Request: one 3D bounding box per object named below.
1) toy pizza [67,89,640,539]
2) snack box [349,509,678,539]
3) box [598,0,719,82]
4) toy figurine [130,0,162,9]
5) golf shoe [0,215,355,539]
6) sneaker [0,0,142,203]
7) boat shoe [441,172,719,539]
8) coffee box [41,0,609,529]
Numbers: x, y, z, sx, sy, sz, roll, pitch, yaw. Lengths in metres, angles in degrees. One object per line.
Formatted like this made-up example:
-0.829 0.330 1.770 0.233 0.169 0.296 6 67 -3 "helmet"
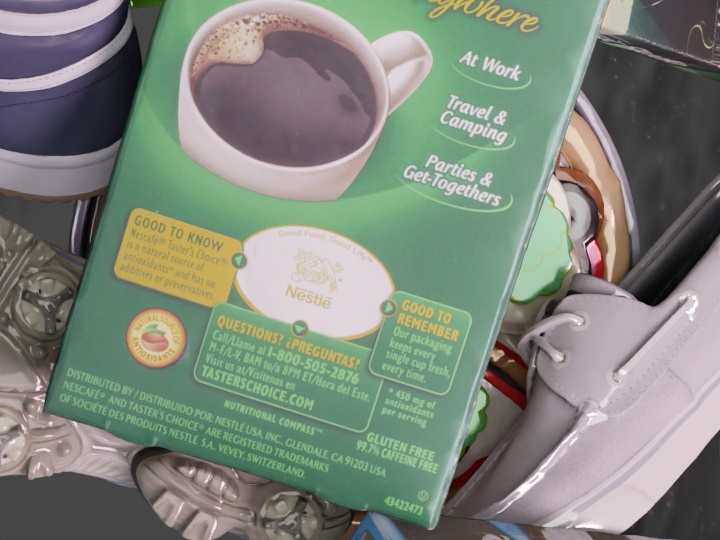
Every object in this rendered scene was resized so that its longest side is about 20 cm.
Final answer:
0.000 0.000 0.924 0.199 0.032 0.201 0 91 -7 "toy pizza"
0.056 0.137 0.859 0.199 0.037 0.116 11 118 -41 "snack box"
0.112 -0.138 0.871 0.200 0.036 0.145 10 90 -49 "box"
-0.063 -0.183 0.864 0.199 0.150 0.185 -13 90 8 "toy figurine"
-0.093 0.028 0.853 0.199 0.097 0.079 26 96 -11 "golf shoe"
-0.157 -0.089 0.784 0.199 0.109 0.070 12 54 1 "sneaker"
0.089 0.030 0.899 0.200 0.072 0.069 -39 104 -14 "boat shoe"
-0.005 -0.039 0.773 0.122 0.044 0.201 16 99 -1 "coffee box"
